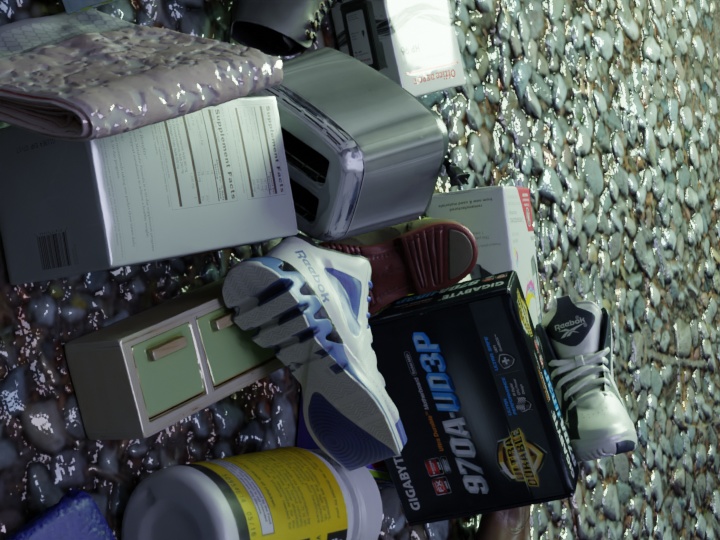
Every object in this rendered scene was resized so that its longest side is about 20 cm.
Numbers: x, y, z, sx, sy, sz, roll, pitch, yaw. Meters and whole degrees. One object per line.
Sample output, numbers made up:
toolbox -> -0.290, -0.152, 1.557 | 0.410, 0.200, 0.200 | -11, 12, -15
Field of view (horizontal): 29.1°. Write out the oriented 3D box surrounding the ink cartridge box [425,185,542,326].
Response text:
ink cartridge box -> 0.128, 0.020, 1.369 | 0.147, 0.085, 0.202 | -10, 92, -74

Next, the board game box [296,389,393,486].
board game box -> 0.006, 0.089, 1.264 | 0.134, 0.044, 0.202 | 20, 70, -50

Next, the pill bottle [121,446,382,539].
pill bottle -> -0.078, 0.199, 1.082 | 0.199, 0.113, 0.116 | -2, 86, -52

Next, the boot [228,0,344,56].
boot -> -0.021, -0.233, 1.188 | 0.198, 0.078, 0.140 | 7, 64, -10

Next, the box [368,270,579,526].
box -> 0.086, 0.112, 1.195 | 0.046, 0.158, 0.202 | -59, 132, -64

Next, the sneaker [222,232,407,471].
sneaker -> -0.015, 0.048, 1.095 | 0.200, 0.080, 0.115 | 58, 40, -16

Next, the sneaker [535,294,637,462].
sneaker -> 0.202, 0.092, 1.283 | 0.199, 0.079, 0.131 | -61, 139, -77

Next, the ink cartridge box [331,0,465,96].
ink cartridge box -> 0.036, -0.224, 1.329 | 0.116, 0.067, 0.202 | -22, 103, -51

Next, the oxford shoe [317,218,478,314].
oxford shoe -> 0.000, 0.000, 1.192 | 0.075, 0.198, 0.071 | -110, -170, -76

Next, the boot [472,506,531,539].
boot -> 0.129, 0.216, 1.358 | 0.186, 0.064, 0.202 | -12, 110, -66

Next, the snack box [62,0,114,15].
snack box -> -0.172, -0.301, 1.050 | 0.200, 0.067, 0.170 | -43, 118, -55

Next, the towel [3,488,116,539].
towel -> -0.202, 0.269, 0.943 | 0.147, 0.049, 0.202 | -33, 102, -48

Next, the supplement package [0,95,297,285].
supplement package -> -0.155, -0.062, 1.019 | 0.199, 0.113, 0.111 | -12, 94, -52

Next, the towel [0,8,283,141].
towel -> -0.182, -0.137, 0.937 | 0.200, 0.190, 0.033 | -29, 130, -51

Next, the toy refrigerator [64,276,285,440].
toy refrigerator -> -0.127, 0.061, 1.075 | 0.199, 0.069, 0.077 | -24, 104, -51

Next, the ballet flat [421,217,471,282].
ballet flat -> 0.075, 0.051, 1.268 | 0.067, 0.067, 0.202 | -1, 86, -53

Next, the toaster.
toaster -> -0.022, -0.099, 1.148 | 0.129, 0.200, 0.114 | -21, 139, -45
